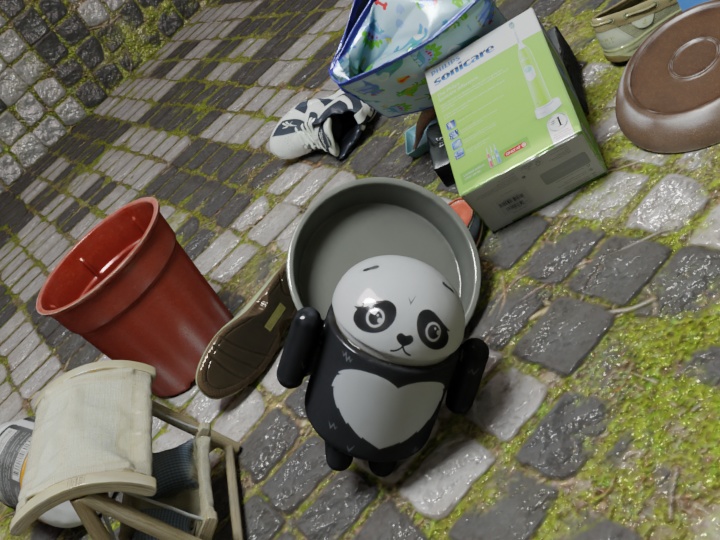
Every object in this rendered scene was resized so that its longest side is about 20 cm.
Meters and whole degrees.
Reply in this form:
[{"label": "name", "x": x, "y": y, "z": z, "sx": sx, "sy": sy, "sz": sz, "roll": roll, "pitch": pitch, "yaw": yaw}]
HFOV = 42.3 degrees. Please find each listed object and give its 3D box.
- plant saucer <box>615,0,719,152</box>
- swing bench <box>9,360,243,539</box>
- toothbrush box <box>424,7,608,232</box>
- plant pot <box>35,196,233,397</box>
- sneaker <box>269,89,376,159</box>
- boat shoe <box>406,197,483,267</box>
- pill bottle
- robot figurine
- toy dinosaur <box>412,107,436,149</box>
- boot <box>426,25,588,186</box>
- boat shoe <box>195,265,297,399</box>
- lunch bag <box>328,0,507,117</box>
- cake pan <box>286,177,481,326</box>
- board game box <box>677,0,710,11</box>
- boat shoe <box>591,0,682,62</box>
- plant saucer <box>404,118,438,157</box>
[{"label": "plant saucer", "x": 0.350, "y": -0.211, "z": 0.960, "sx": 0.199, "sy": 0.032, "sz": 0.202, "roll": -28, "pitch": 42, "yaw": 28}, {"label": "swing bench", "x": -0.217, "y": 0.204, "z": 0.905, "sx": 0.129, "sy": 0.201, "sz": 0.199, "roll": -35, "pitch": 28, "yaw": 6}, {"label": "toothbrush box", "x": 0.168, "y": -0.168, "z": 1.036, "sx": 0.144, "sy": 0.086, "sz": 0.202, "roll": -28, "pitch": 51, "yaw": 21}, {"label": "plant pot", "x": -0.277, "y": 0.046, "z": 1.209, "sx": 0.199, "sy": 0.196, "sz": 0.202, "roll": -29, "pitch": 30, "yaw": 18}, {"label": "sneaker", "x": -0.066, "y": -0.214, "z": 1.451, "sx": 0.197, "sy": 0.080, "sz": 0.130, "roll": -18, "pitch": 25, "yaw": 17}, {"label": "boat shoe", "x": 0.060, "y": -0.015, "z": 1.011, "sx": 0.200, "sy": 0.063, "sz": 0.071, "roll": -45, "pitch": 45, "yaw": -18}, {"label": "pill bottle", "x": -0.392, "y": 0.243, "z": 1.151, "sx": 0.199, "sy": 0.117, "sz": 0.117, "roll": -2, "pitch": 45, "yaw": 50}, {"label": "robot figurine", "x": 0.019, "y": 0.086, "z": 0.817, "sx": 0.149, "sy": 0.202, "sz": 0.124, "roll": -15, "pitch": 42, "yaw": -43}, {"label": "toy dinosaur", "x": 0.132, "y": -0.254, "z": 1.239, "sx": 0.135, "sy": 0.086, "sz": 0.201, "roll": 22, "pitch": 75, "yaw": 37}, {"label": "boot", "x": 0.177, "y": -0.208, "z": 1.170, "sx": 0.199, "sy": 0.066, "sz": 0.166, "roll": -28, "pitch": 32, "yaw": 27}, {"label": "boat shoe", "x": -0.136, "y": 0.081, "z": 1.141, "sx": 0.200, "sy": 0.072, "sz": 0.076, "roll": -49, "pitch": 14, "yaw": -31}, {"label": "lunch bag", "x": 0.070, "y": -0.277, "z": 1.137, "sx": 0.200, "sy": 0.170, "sz": 0.128, "roll": -42, "pitch": 68, "yaw": 15}, {"label": "cake pan", "x": 0.023, "y": 0.003, "z": 0.946, "sx": 0.201, "sy": 0.199, "sz": 0.037, "roll": -51, "pitch": -7, "yaw": -20}, {"label": "board game box", "x": 0.437, "y": -0.304, "z": 1.016, "sx": 0.157, "sy": 0.039, "sz": 0.202, "roll": -29, "pitch": 40, "yaw": 24}, {"label": "boat shoe", "x": 0.365, "y": -0.335, "z": 1.122, "sx": 0.200, "sy": 0.063, "sz": 0.073, "roll": -39, "pitch": 27, "yaw": -2}, {"label": "plant saucer", "x": 0.148, "y": -0.217, "z": 1.265, "sx": 0.198, "sy": 0.019, "sz": 0.070, "roll": -28, "pitch": 30, "yaw": 19}]
